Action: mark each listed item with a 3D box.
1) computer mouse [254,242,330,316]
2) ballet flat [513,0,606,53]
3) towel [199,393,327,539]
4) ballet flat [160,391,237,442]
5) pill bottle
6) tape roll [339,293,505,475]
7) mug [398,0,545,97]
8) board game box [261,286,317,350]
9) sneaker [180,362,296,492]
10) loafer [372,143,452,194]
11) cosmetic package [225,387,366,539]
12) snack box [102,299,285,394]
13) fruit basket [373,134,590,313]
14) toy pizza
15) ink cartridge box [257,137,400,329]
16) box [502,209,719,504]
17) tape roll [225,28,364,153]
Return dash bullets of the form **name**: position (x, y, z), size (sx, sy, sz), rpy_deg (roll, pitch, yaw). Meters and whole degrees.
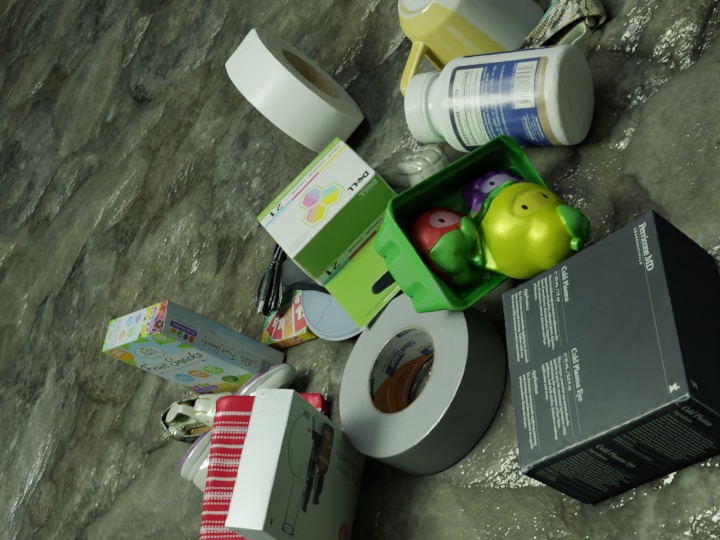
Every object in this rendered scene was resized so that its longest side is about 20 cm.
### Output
- **computer mouse**: position (-0.069, -0.012, 1.507), size (0.199, 0.053, 0.139), rpy_deg (-5, 61, 48)
- **ballet flat**: position (0.213, -0.248, 1.376), size (0.200, 0.068, 0.075), rpy_deg (-46, 52, 17)
- **towel**: position (-0.115, 0.239, 1.396), size (0.144, 0.023, 0.201), rpy_deg (-1, 54, 5)
- **ballet flat**: position (-0.212, 0.201, 1.589), size (0.200, 0.072, 0.072), rpy_deg (-17, 53, 45)
- **pill bottle**: position (0.155, -0.192, 1.319), size (0.199, 0.111, 0.112), rpy_deg (0, 65, 34)
- **tape roll**: position (0.067, 0.122, 1.287), size (0.200, 0.066, 0.201), rpy_deg (-33, 42, 36)
- **mug**: position (0.127, -0.297, 1.438), size (0.149, 0.153, 0.187), rpy_deg (-25, 48, 39)
- **board game box**: position (-0.084, 0.009, 1.601), size (0.095, 0.030, 0.201), rpy_deg (-20, 49, 43)
- **sneaker**: position (-0.139, 0.211, 1.494), size (0.200, 0.099, 0.075), rpy_deg (-51, -10, -1)
- **loafer**: position (0.065, -0.116, 1.462), size (0.070, 0.070, 0.200), rpy_deg (-36, 14, -12)
- **cosmetic package**: position (-0.064, 0.235, 1.256), size (0.051, 0.200, 0.152), rpy_deg (1, 64, 27)
- **snack box**: position (-0.222, 0.111, 1.549), size (0.142, 0.200, 0.053), rpy_deg (-20, 52, 44)
- **fruit basket**: position (0.139, -0.050, 1.196), size (0.215, 0.156, 0.216), rpy_deg (-34, -3, -2)
- **toy pizza**: position (0.000, 0.000, 1.489), size (0.200, 0.032, 0.201), rpy_deg (-29, 46, 35)
- **ink cartridge box**: position (-0.014, -0.048, 1.384), size (0.148, 0.076, 0.200), rpy_deg (-45, 42, 2)
- **box**: position (0.238, 0.083, 1.060), size (0.182, 0.104, 0.201), rpy_deg (-33, 43, 36)
- **tape roll**: position (-0.092, -0.255, 1.648), size (0.071, 0.202, 0.203), rpy_deg (-48, 36, 16)
